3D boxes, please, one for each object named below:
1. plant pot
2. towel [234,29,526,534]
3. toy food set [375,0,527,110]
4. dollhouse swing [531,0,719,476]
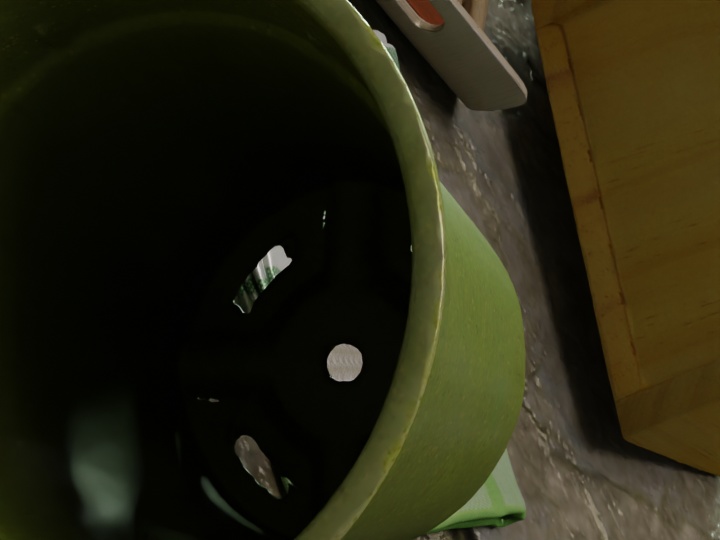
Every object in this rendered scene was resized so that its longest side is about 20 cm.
[{"bbox_3d":[-0.035,0.016,0.792,0.190,0.199,0.201,21,51,-65],"label":"plant pot"},{"bbox_3d":[0.000,0.000,0.993,0.149,0.031,0.201,0,69,-57],"label":"towel"},{"bbox_3d":[0.033,-0.180,1.145,0.144,0.060,0.200,47,35,-30],"label":"toy food set"},{"bbox_3d":[0.186,-0.040,1.145,0.182,0.175,0.201,23,52,-60],"label":"dollhouse swing"}]
